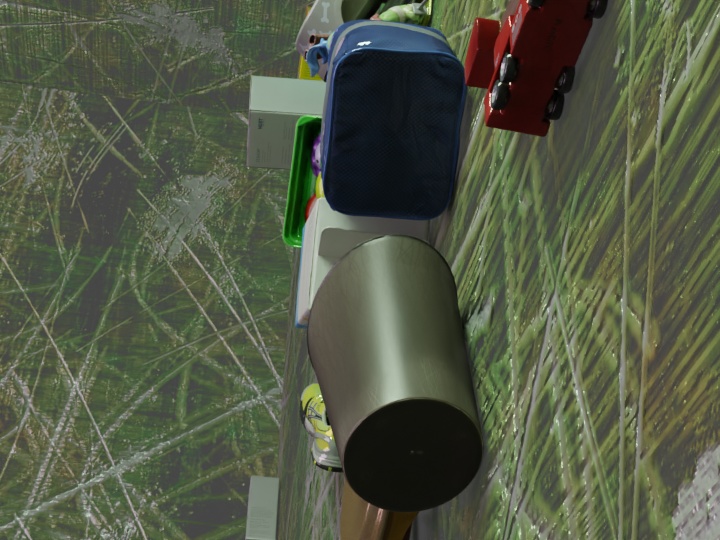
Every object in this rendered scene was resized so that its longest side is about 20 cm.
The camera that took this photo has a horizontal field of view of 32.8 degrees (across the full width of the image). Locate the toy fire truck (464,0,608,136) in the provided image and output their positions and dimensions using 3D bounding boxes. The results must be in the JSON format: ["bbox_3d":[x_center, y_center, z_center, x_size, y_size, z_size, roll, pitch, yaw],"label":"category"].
[{"bbox_3d":[0.119,-0.174,0.856,0.200,0.049,0.141,106,171,-50],"label":"toy fire truck"}]

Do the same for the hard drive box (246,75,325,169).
[{"bbox_3d":[-0.087,-0.239,2.029,0.156,0.199,0.077,103,169,-58],"label":"hard drive box"}]

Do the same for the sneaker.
[{"bbox_3d":[-0.041,0.219,1.826,0.200,0.075,0.077,-118,42,-61],"label":"sneaker"}]

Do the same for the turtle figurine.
[{"bbox_3d":[0.048,-0.234,1.447,0.194,0.199,0.144,32,-141,-75],"label":"turtle figurine"}]

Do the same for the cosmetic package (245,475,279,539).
[{"bbox_3d":[-0.258,0.649,3.198,0.200,0.081,0.113,-92,9,-48],"label":"cosmetic package"}]

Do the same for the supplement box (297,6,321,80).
[{"bbox_3d":[-0.069,-0.431,2.513,0.110,0.108,0.201,-105,23,-73],"label":"supplement box"}]

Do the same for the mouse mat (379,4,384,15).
[{"bbox_3d":[0.029,-0.352,2.016,0.161,0.007,0.201,-101,18,-70],"label":"mouse mat"}]

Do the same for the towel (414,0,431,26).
[{"bbox_3d":[0.067,-0.314,1.598,0.200,0.018,0.086,112,162,-67],"label":"towel"}]

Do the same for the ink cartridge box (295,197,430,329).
[{"bbox_3d":[0.000,0.000,1.375,0.200,0.128,0.126,130,146,-79],"label":"ink cartridge box"}]

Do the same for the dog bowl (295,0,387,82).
[{"bbox_3d":[-0.010,-0.338,1.556,0.200,0.059,0.200,-54,-1,-2],"label":"dog bowl"}]

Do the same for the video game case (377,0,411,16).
[{"bbox_3d":[0.022,-0.308,1.638,0.183,0.022,0.200,-58,2,-12],"label":"video game case"}]

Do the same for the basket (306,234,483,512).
[{"bbox_3d":[0.030,0.096,1.030,0.200,0.135,0.181,-101,24,-59],"label":"basket"}]

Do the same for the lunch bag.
[{"bbox_3d":[0.029,-0.148,1.242,0.132,0.135,0.201,-96,13,-65],"label":"lunch bag"}]

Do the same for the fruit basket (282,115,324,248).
[{"bbox_3d":[-0.036,-0.124,1.825,0.216,0.155,0.217,9,-90,-79],"label":"fruit basket"}]

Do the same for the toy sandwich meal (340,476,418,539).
[{"bbox_3d":[0.030,0.213,1.200,0.205,0.070,0.206,-169,90,-82],"label":"toy sandwich meal"}]
